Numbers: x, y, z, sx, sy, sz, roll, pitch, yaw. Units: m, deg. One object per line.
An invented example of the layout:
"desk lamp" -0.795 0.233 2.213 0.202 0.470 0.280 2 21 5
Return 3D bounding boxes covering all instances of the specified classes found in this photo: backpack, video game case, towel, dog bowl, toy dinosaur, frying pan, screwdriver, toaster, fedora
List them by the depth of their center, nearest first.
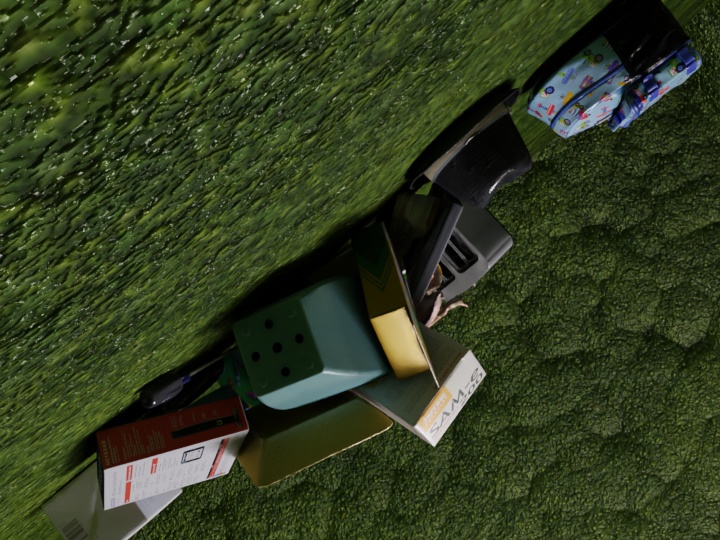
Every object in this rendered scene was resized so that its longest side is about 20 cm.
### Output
"fedora" 0.153 -0.136 0.909 0.200 0.092 0.201 -40 176 -3
"screwdriver" -0.209 0.131 0.914 0.200 0.028 0.029 -21 132 -68
"backpack" 0.333 -0.258 0.993 0.200 0.135 0.183 -38 175 6
"video game case" 0.099 -0.053 1.044 0.200 0.019 0.144 -94 -155 -72
"frying pan" -0.271 0.192 1.069 0.190 0.031 0.115 -41 175 -25
"towel" 0.000 0.000 1.089 0.200 0.086 0.018 -34 148 -56
"dog bowl" -0.259 0.236 1.101 0.199 0.050 0.111 -33 174 23
"toy dinosaur" 0.078 0.061 1.125 0.135 0.086 0.200 -39 -163 -7
"toaster" 0.195 -0.052 1.487 0.119 0.200 0.181 -42 179 -39

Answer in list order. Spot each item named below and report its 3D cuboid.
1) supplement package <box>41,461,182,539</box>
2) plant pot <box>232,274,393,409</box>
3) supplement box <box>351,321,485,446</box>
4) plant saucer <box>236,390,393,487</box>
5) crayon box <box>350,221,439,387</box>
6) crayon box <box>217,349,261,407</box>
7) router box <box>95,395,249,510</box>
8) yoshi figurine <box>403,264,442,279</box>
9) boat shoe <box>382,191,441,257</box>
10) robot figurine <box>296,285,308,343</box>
"supplement package" -0.392 0.368 1.168 0.120 0.121 0.200 -39 175 -2
"plant pot" -0.064 0.090 0.895 0.141 0.142 0.200 -23 172 13
"supplement box" 0.055 0.135 1.011 0.126 0.199 0.074 -51 136 -12
"plant saucer" -0.082 0.210 1.016 0.199 0.049 0.200 -22 -168 -19
"crayon box" 0.041 0.048 0.941 0.051 0.126 0.201 -20 -139 5
"crayon box" -0.153 0.168 1.222 0.058 0.119 0.200 -41 176 22
"router box" -0.253 0.244 0.957 0.178 0.049 0.200 -11 154 -25
"yoshi figurine" 0.039 0.004 1.252 0.199 0.112 0.113 -18 -142 21
"boat shoe" 0.060 -0.073 1.065 0.200 0.062 0.074 133 -22 -70
"robot figurine" -0.072 0.096 1.120 0.200 0.125 0.150 -39 -144 -5
